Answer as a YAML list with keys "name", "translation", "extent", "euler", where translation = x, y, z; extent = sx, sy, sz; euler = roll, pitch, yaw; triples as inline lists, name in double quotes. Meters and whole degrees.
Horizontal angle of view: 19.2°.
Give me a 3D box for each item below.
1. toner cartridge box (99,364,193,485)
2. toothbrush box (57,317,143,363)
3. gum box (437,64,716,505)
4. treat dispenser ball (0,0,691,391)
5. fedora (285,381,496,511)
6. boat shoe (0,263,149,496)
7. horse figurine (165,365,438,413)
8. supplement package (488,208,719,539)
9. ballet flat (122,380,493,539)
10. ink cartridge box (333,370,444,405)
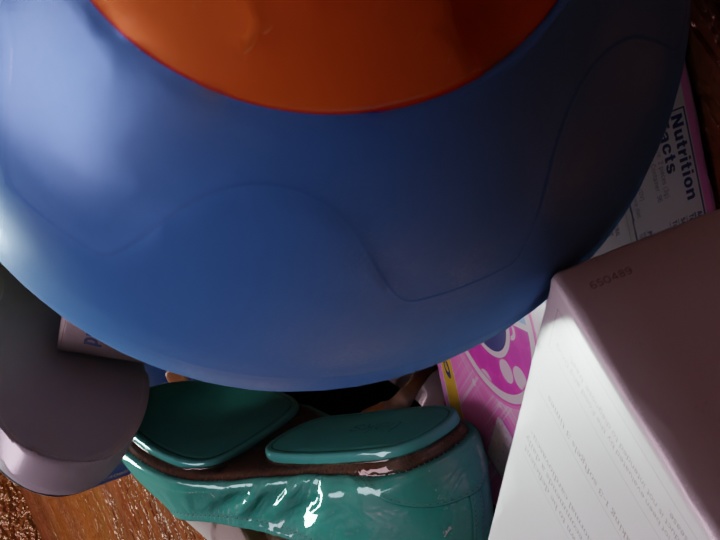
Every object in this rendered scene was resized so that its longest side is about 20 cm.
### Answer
- name: "toner cartridge box"
  translation: [-0.129, -0.005, 0.997]
  extent: [0.200, 0.095, 0.043]
  euler: [63, 162, 20]
- name: "toothbrush box"
  translation: [-0.055, -0.082, 0.806]
  extent: [0.146, 0.086, 0.200]
  euler: [114, 165, -55]
- name: "gum box"
  translation: [0.065, -0.009, 0.715]
  extent: [0.113, 0.066, 0.201]
  euler: [30, 138, 63]
- name: "treat dispenser ball"
  translation: [-0.017, -0.070, 0.543]
  extent: [0.201, 0.200, 0.201]
  euler: [58, 160, 35]
- name: "fedora"
  translation: [0.030, 0.130, 0.900]
  extent: [0.091, 0.200, 0.201]
  euler: [-10, 102, 40]
- name: "boat shoe"
  translation: [-0.136, 0.042, 0.850]
  extent: [0.068, 0.073, 0.199]
  euler: [-68, 27, 23]
- name: "horse figurine"
  translation: [0.000, 0.000, 0.872]
  extent: [0.200, 0.133, 0.050]
  euler: [5, 136, 50]
- name: "supplement package"
  translation: [0.114, 0.080, 0.577]
  extent: [0.117, 0.117, 0.200]
  euler: [60, 160, 28]
- name: "ballet flat"
  translation: [-0.025, 0.085, 0.798]
  extent: [0.200, 0.067, 0.071]
  euler: [2, 113, 50]
- name: "ink cartridge box"
  translation: [-0.039, -0.002, 1.029]
  extent: [0.145, 0.084, 0.200]
  euler: [90, 155, -50]
